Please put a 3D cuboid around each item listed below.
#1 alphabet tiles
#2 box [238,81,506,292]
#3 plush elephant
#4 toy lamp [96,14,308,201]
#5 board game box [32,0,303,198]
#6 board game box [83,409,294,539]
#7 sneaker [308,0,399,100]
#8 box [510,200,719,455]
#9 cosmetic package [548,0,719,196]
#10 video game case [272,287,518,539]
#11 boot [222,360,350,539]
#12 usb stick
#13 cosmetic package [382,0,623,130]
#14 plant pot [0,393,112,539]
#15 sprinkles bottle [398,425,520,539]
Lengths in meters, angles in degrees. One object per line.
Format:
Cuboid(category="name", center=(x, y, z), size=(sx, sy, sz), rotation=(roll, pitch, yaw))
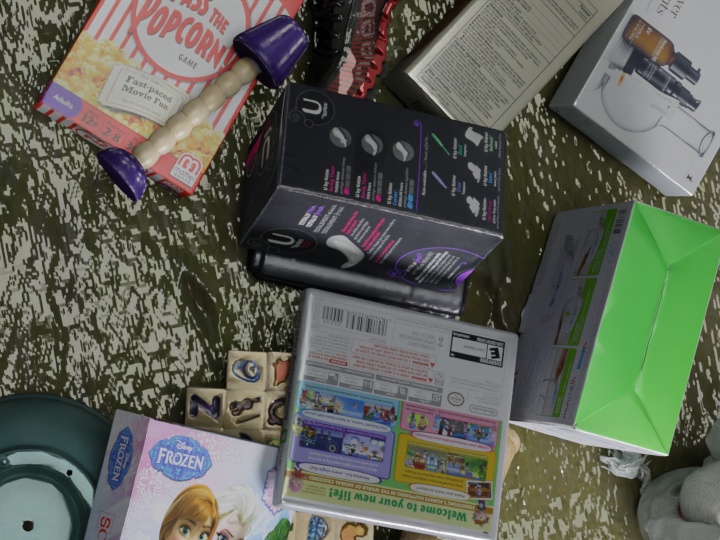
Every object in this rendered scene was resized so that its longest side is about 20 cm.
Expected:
Cuboid(category="alphabet tiles", center=(-0.050, 0.153, 1.693), size=(0.200, 0.006, 0.167), rotation=(3, 91, -3))
Cuboid(category="box", center=(0.011, -0.069, 1.701), size=(0.200, 0.122, 0.106), rotation=(12, 62, -16))
Cuboid(category="plush elephant", center=(0.321, 0.217, 1.779), size=(0.200, 0.155, 0.165), rotation=(38, 78, -12))
Cuboid(category="toy lamp", center=(-0.127, -0.139, 1.665), size=(0.200, 0.058, 0.058), rotation=(-41, 99, -12))
Cuboid(category="board game box", center=(-0.162, -0.186, 1.708), size=(0.151, 0.046, 0.200), rotation=(31, 80, -14))
Cuboid(category="board game box", center=(-0.138, 0.224, 1.591), size=(0.200, 0.041, 0.200), rotation=(19, 83, -52))
Cuboid(category="sneaker", center=(-0.014, -0.223, 1.731), size=(0.098, 0.071, 0.201), rotation=(28, 78, -37))
Cuboid(category="box", center=(0.214, 0.050, 1.744), size=(0.097, 0.176, 0.200), rotation=(18, 82, -15))
Cuboid(category="cosmetic package", center=(0.284, -0.191, 1.833), size=(0.151, 0.052, 0.200), rotation=(34, 79, -23))
Cuboid(category="video game case", center=(0.032, 0.123, 1.671), size=(0.200, 0.022, 0.182), rotation=(13, 75, -22))
Cuboid(category="boot", center=(-0.018, 0.166, 1.731), size=(0.175, 0.066, 0.200), rotation=(-16, 92, -4))
Cuboid(category="usb stick", center=(0.000, 0.000, 1.756), size=(0.200, 0.033, 0.056), rotation=(12, 83, -15))
Cuboid(category="cosmetic package", center=(0.127, -0.205, 1.782), size=(0.200, 0.071, 0.105), rotation=(-46, 101, -13))
Cuboid(category="plant pot", center=(-0.263, 0.199, 1.601), size=(0.200, 0.134, 0.201), rotation=(0, 87, -8))
Cuboid(category="sprinkles bottle", center=(0.073, 0.218, 1.723), size=(0.068, 0.068, 0.200), rotation=(33, 62, -13))
